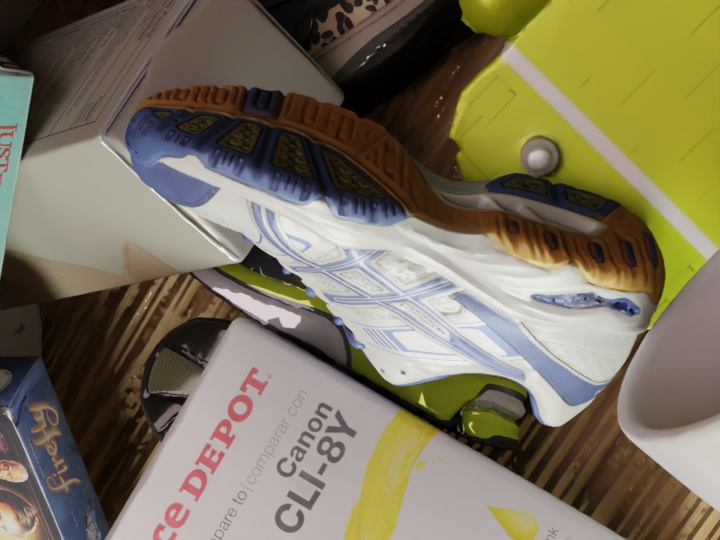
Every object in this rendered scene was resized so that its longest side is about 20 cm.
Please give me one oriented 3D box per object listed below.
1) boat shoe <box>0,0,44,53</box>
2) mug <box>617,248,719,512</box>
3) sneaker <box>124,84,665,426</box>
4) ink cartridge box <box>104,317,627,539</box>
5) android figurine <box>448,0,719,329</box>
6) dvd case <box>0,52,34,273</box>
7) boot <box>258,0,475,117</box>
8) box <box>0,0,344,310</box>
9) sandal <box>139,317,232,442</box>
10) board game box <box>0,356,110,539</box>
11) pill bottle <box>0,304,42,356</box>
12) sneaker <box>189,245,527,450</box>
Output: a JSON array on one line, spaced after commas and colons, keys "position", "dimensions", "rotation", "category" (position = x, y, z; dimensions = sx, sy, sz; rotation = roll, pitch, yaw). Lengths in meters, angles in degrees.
[{"position": [-0.175, -0.155, 0.846], "dimensions": [0.093, 0.200, 0.075], "rotation": [32, 70, 4], "category": "boat shoe"}, {"position": [0.193, 0.058, 0.698], "dimensions": [0.149, 0.187, 0.153], "rotation": [-43, 101, 0], "category": "mug"}, {"position": [0.005, 0.000, 0.765], "dimensions": [0.200, 0.075, 0.088], "rotation": [20, 121, -1], "category": "sneaker"}, {"position": [0.003, 0.130, 0.813], "dimensions": [0.200, 0.083, 0.145], "rotation": [30, 85, 8], "category": "ink cartridge box"}, {"position": [0.116, -0.061, 0.792], "dimensions": [0.200, 0.041, 0.182], "rotation": [-44, 91, 14], "category": "android figurine"}, {"position": [-0.203, -0.045, 0.883], "dimensions": [0.200, 0.022, 0.146], "rotation": [30, 115, 44], "category": "dvd case"}, {"position": [0.007, -0.162, 0.870], "dimensions": [0.200, 0.073, 0.151], "rotation": [-36, 73, 32], "category": "boot"}, {"position": [-0.108, -0.049, 0.876], "dimensions": [0.200, 0.078, 0.095], "rotation": [-8, 44, 54], "category": "box"}, {"position": [-0.008, 0.097, 0.893], "dimensions": [0.080, 0.057, 0.201], "rotation": [-43, 76, -2], "category": "sandal"}, {"position": [-0.173, 0.126, 0.936], "dimensions": [0.135, 0.035, 0.200], "rotation": [-2, 124, 23], "category": "board game box"}, {"position": [-0.259, 0.028, 1.012], "dimensions": [0.200, 0.110, 0.110], "rotation": [6, 95, 30], "category": "pill bottle"}, {"position": [0.000, 0.000, 0.888], "dimensions": [0.200, 0.074, 0.081], "rotation": [29, 87, 27], "category": "sneaker"}]
